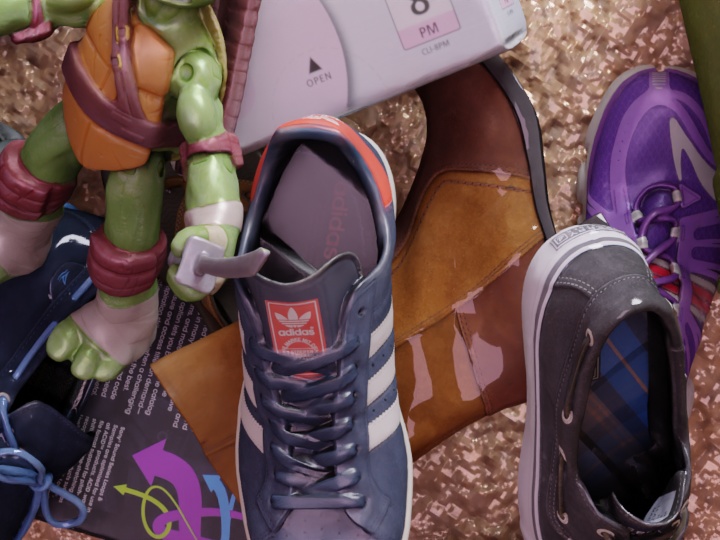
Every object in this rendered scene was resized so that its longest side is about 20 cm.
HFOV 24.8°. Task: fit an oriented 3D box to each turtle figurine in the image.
[{"bbox_3d":[-0.117,-0.036,0.627,0.143,0.201,0.195,14,136,-12],"label":"turtle figurine"}]

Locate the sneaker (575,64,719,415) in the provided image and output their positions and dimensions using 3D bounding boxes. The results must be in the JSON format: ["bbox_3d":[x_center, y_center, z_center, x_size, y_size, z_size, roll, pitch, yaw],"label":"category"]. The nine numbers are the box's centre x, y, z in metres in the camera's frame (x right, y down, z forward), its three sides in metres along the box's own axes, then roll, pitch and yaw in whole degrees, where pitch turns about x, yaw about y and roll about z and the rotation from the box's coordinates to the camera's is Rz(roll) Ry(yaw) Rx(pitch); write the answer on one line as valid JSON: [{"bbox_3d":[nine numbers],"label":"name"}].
[{"bbox_3d":[0.134,0.008,0.743,0.080,0.083,0.202,6,94,7],"label":"sneaker"}]

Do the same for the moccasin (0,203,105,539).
[{"bbox_3d":[-0.152,0.065,0.727,0.068,0.080,0.202,13,79,19],"label":"moccasin"}]

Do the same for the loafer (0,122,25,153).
[{"bbox_3d":[-0.225,0.010,0.765,0.200,0.072,0.063,-46,54,-12],"label":"loafer"}]

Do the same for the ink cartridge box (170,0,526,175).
[{"bbox_3d":[-0.040,-0.160,0.682,0.161,0.057,0.202,-19,102,24],"label":"ink cartridge box"}]

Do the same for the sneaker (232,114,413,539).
[{"bbox_3d":[-0.020,0.036,0.635,0.074,0.085,0.202,-4,79,7],"label":"sneaker"}]

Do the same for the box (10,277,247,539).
[{"bbox_3d":[-0.113,0.058,0.788,0.198,0.036,0.144,15,78,8],"label":"box"}]

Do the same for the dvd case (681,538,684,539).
[{"bbox_3d":[0.065,0.207,0.755,0.198,0.016,0.150,-12,90,7],"label":"dvd case"}]

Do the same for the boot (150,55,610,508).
[{"bbox_3d":[0.000,0.000,0.716,0.199,0.068,0.189,-30,78,0],"label":"boot"}]

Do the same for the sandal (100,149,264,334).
[{"bbox_3d":[-0.054,0.001,0.751,0.081,0.055,0.201,-26,72,-8],"label":"sandal"}]

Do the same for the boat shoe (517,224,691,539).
[{"bbox_3d":[0.107,0.079,0.662,0.069,0.066,0.202,-13,122,-13],"label":"boat shoe"}]

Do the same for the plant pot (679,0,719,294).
[{"bbox_3d":[0.209,-0.113,0.685,0.198,0.200,0.192,-22,79,9],"label":"plant pot"}]
